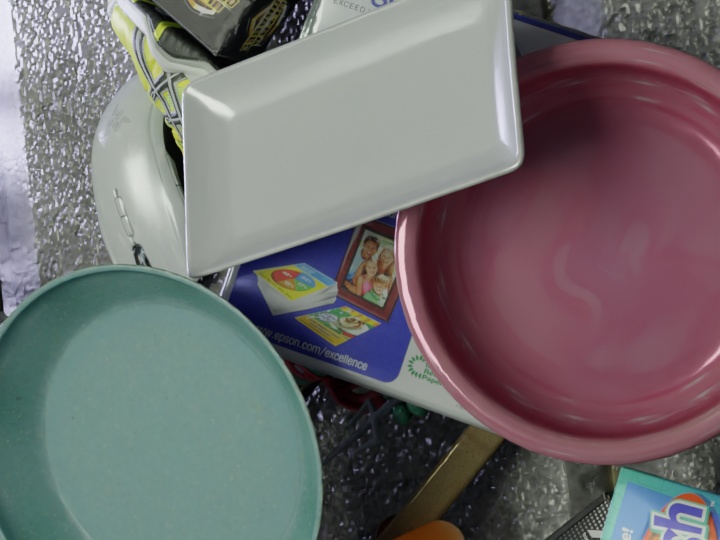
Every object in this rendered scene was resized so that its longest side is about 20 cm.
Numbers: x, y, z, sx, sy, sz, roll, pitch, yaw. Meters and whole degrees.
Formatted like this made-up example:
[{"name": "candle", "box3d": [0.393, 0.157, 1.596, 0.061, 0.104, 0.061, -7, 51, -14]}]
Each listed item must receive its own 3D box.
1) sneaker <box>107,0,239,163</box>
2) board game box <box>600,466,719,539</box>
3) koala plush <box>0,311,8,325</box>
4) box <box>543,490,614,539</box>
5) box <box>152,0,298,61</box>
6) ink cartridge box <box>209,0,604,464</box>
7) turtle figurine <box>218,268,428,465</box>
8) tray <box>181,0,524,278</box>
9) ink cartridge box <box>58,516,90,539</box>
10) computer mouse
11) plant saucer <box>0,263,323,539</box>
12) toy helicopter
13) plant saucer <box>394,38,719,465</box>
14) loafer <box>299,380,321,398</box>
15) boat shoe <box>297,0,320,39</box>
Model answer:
[{"name": "sneaker", "box3d": [-0.084, -0.087, 1.636, 0.200, 0.075, 0.076, 47, 119, 34]}, {"name": "board game box", "box3d": [0.192, 0.188, 1.356, 0.200, 0.045, 0.152, 14, 87, 31]}, {"name": "koala plush", "box3d": [-0.296, 0.002, 1.779, 0.177, 0.184, 0.200, -40, 75, 35]}, {"name": "box", "box3d": [0.124, 0.233, 1.460, 0.160, 0.044, 0.200, -42, 63, 34]}, {"name": "box", "box3d": [-0.080, -0.249, 1.607, 0.200, 0.050, 0.199, 41, 106, 24]}, {"name": "ink cartridge box", "box3d": [0.050, -0.031, 1.465, 0.198, 0.047, 0.200, 19, 91, 9]}, {"name": "turtle figurine", "box3d": [0.000, 0.000, 1.538, 0.150, 0.101, 0.200, 38, 101, 6]}, {"name": "tray", "box3d": [-0.003, -0.067, 1.412, 0.200, 0.022, 0.107, -18, 65, 33]}, {"name": "ink cartridge box", "box3d": [-0.148, 0.162, 1.605, 0.116, 0.200, 0.068, -5, 87, 42]}, {"name": "computer mouse", "box3d": [-0.122, -0.017, 1.689, 0.110, 0.044, 0.200, -19, 77, 42]}, {"name": "plant saucer", "box3d": [-0.100, 0.091, 1.474, 0.200, 0.036, 0.200, 7, 106, 25]}, {"name": "toy helicopter", "box3d": [0.021, 0.133, 1.511, 0.079, 0.132, 0.200, 39, 99, 7]}, {"name": "plant saucer", "box3d": [0.118, -0.009, 1.407, 0.200, 0.051, 0.201, 0, 92, 9]}, {"name": "loafer", "box3d": [-0.096, 0.075, 1.608, 0.200, 0.071, 0.073, -35, 93, 12]}, {"name": "boat shoe", "box3d": [0.010, -0.166, 1.551, 0.070, 0.071, 0.201, 52, 122, 30]}]
